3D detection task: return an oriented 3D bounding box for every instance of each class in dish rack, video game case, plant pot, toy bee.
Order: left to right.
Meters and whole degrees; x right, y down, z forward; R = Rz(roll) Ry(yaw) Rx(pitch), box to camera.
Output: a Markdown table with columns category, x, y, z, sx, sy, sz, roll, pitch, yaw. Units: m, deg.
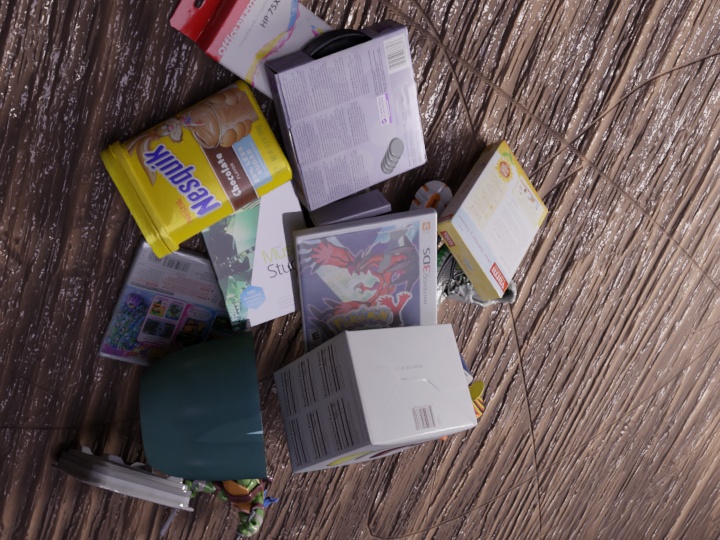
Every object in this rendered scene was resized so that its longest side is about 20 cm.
| category | x | y | z | sx | sy | sz | roll | pitch | yaw |
| --- | --- | --- | --- | --- | --- | --- | --- | --- | --- |
| dish rack | -0.337 | 0.292 | 1.090 | 0.170 | 0.198 | 0.044 | 27 | 69 | -32 |
| video game case | -0.250 | 0.062 | 1.094 | 0.197 | 0.024 | 0.185 | 17 | 108 | -31 |
| plant pot | -0.217 | 0.196 | 1.054 | 0.157 | 0.201 | 0.204 | -7 | 119 | -9 |
| video game case | 0.011 | 0.017 | 1.041 | 0.196 | 0.023 | 0.186 | -10 | 119 | -12 |
| toy bee | 0.131 | 0.225 | 1.214 | 0.196 | 0.110 | 0.132 | 4 | 135 | -27 |

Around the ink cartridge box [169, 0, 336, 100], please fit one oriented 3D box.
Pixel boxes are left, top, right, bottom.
| category | x | y | z | sx | sy | sz | roll | pitch | yaw |
| --- | --- | --- | --- | --- | --- | --- | --- | --- | --- |
| ink cartridge box | -0.121 | -0.291 | 0.943 | 0.198 | 0.067 | 0.117 | 28 | 101 | -32 |

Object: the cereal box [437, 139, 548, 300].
| category | x | y | z | sx | sy | sz | roll | pitch | yaw |
| --- | --- | --- | --- | --- | --- | --- | --- | --- | --- |
| cereal box | 0.198 | -0.077 | 1.131 | 0.145 | 0.039 | 0.201 | 53 | 52 | -21 |

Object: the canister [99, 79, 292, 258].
| category | x | y | z | sx | sy | sz | roll | pitch | yaw |
| --- | --- | --- | --- | --- | --- | --- | --- | --- | --- |
| canister | -0.201 | -0.130 | 0.959 | 0.198 | 0.087 | 0.150 | -30 | 99 | -7 |

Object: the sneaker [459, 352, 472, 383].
| category | x | y | z | sx | sy | sz | roll | pitch | yaw |
| --- | --- | --- | --- | --- | --- | --- | --- | --- | --- |
| sneaker | 0.086 | 0.155 | 1.266 | 0.198 | 0.081 | 0.115 | 28 | 116 | -39 |

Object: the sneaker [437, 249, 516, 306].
| category | x | y | z | sx | sy | sz | roll | pitch | yaw |
| --- | --- | --- | --- | --- | --- | --- | --- | --- | --- |
| sneaker | 0.162 | 0.018 | 1.212 | 0.196 | 0.092 | 0.077 | -2 | 117 | -22 |

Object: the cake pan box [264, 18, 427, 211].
| category | x | y | z | sx | sy | sz | roll | pitch | yaw |
| --- | --- | --- | --- | --- | --- | --- | --- | --- | --- |
| cake pan box | -0.014 | -0.199 | 0.971 | 0.182 | 0.052 | 0.203 | -26 | 127 | -17 |

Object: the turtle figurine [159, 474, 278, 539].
| category | x | y | z | sx | sy | sz | roll | pitch | yaw |
| --- | --- | --- | --- | --- | --- | --- | --- | --- | --- |
| turtle figurine | -0.219 | 0.350 | 1.184 | 0.196 | 0.144 | 0.198 | -16 | 117 | -20 |

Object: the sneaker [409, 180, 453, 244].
| category | x | y | z | sx | sy | sz | roll | pitch | yaw |
| --- | --- | --- | --- | --- | --- | --- | --- | --- | --- |
| sneaker | 0.085 | -0.042 | 1.158 | 0.078 | 0.077 | 0.202 | 37 | 105 | 11 |

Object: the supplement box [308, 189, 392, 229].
| category | x | y | z | sx | sy | sz | roll | pitch | yaw |
| --- | --- | --- | --- | --- | --- | --- | --- | --- | --- |
| supplement box | 0.000 | 0.000 | 1.078 | 0.107 | 0.061 | 0.204 | -16 | 119 | -11 |

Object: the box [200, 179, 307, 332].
| category | x | y | z | sx | sy | sz | roll | pitch | yaw |
| --- | --- | --- | --- | --- | --- | --- | --- | --- | --- |
| box | -0.139 | -0.031 | 1.055 | 0.142 | 0.036 | 0.204 | -19 | 107 | -8 |

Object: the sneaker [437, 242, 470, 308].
| category | x | y | z | sx | sy | sz | roll | pitch | yaw |
| --- | --- | --- | --- | --- | --- | --- | --- | --- | --- |
| sneaker | 0.155 | -0.007 | 1.151 | 0.200 | 0.085 | 0.078 | -48 | 167 | -25 |

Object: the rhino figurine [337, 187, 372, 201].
| category | x | y | z | sx | sy | sz | roll | pitch | yaw |
| --- | --- | --- | --- | --- | --- | --- | --- | --- | --- |
| rhino figurine | -0.014 | -0.091 | 1.098 | 0.086 | 0.060 | 0.203 | -25 | 125 | -12 |

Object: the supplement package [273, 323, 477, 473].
| category | x | y | z | sx | sy | sz | roll | pitch | yaw |
| --- | --- | --- | --- | --- | --- | --- | --- | --- | --- |
| supplement package | 0.015 | 0.177 | 1.056 | 0.188 | 0.150 | 0.199 | 0 | 159 | -37 |
